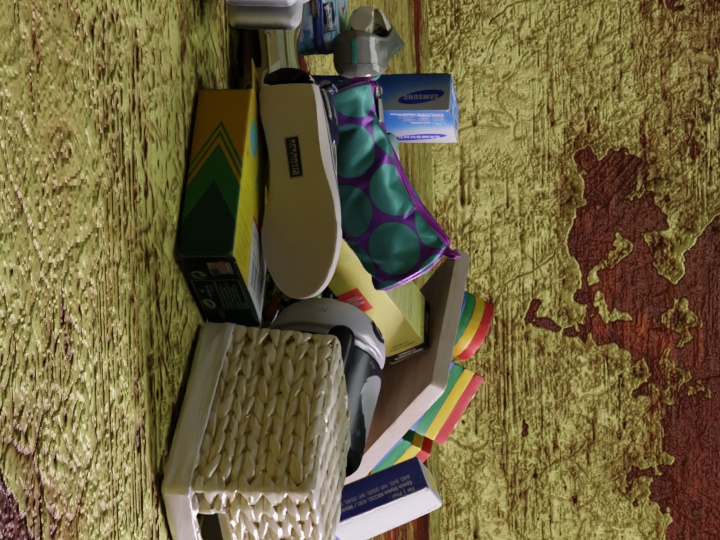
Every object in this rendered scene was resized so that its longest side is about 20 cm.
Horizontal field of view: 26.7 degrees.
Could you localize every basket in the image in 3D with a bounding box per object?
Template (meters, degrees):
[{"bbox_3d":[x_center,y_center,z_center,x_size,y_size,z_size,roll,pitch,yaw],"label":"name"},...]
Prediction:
[{"bbox_3d":[-0.080,0.153,1.264,0.200,0.123,0.136,-83,169,-49],"label":"basket"}]

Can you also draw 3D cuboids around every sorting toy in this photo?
[{"bbox_3d":[0.070,0.114,1.620,0.199,0.069,0.200,-52,-164,42],"label":"sorting toy"}]

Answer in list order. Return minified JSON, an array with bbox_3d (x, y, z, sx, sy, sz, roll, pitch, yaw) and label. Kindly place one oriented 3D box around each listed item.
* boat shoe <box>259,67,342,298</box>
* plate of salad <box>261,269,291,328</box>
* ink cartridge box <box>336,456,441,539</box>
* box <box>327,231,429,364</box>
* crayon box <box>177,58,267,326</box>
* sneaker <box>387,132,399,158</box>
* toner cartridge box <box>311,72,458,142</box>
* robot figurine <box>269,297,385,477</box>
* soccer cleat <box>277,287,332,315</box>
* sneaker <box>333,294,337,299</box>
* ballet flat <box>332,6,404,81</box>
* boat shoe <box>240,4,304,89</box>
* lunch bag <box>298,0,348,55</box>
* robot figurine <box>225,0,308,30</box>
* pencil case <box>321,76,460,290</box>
[{"bbox_3d":[-0.044,-0.076,1.350,0.093,0.074,0.201,-3,92,-75],"label":"boat shoe"},{"bbox_3d":[-0.086,-0.041,1.516,0.200,0.048,0.201,-1,90,-81],"label":"plate of salad"},{"bbox_3d":[-0.027,0.227,1.385,0.200,0.197,0.047,64,4,-72],"label":"ink cartridge box"},{"bbox_3d":[0.000,0.000,1.513,0.200,0.050,0.075,52,26,-33],"label":"box"},{"bbox_3d":[-0.112,-0.068,1.322,0.127,0.051,0.201,76,16,-59],"label":"crayon box"},{"bbox_3d":[-0.011,-0.065,1.605,0.200,0.077,0.140,174,-93,-73],"label":"sneaker"},{"bbox_3d":[0.000,-0.170,1.601,0.095,0.199,0.043,60,31,-72],"label":"toner cartridge box"},{"bbox_3d":[-0.044,0.124,1.456,0.125,0.150,0.201,41,52,-39],"label":"robot figurine"},{"bbox_3d":[-0.058,0.045,1.586,0.081,0.067,0.201,113,-19,-64],"label":"soccer cleat"},{"bbox_3d":[-0.045,0.071,1.655,0.077,0.085,0.201,73,18,-59],"label":"sneaker"},{"bbox_3d":[0.009,-0.245,1.586,0.200,0.067,0.064,-74,159,-71],"label":"ballet flat"},{"bbox_3d":[-0.094,-0.203,1.460,0.073,0.063,0.201,153,-56,-69],"label":"boat shoe"},{"bbox_3d":[-0.061,-0.314,1.620,0.200,0.082,0.161,-63,148,-76],"label":"lunch bag"},{"bbox_3d":[-0.082,-0.313,1.344,0.170,0.112,0.201,96,-4,-70],"label":"robot figurine"},{"bbox_3d":[0.012,-0.084,1.438,0.201,0.092,0.085,64,20,-3],"label":"pencil case"}]
